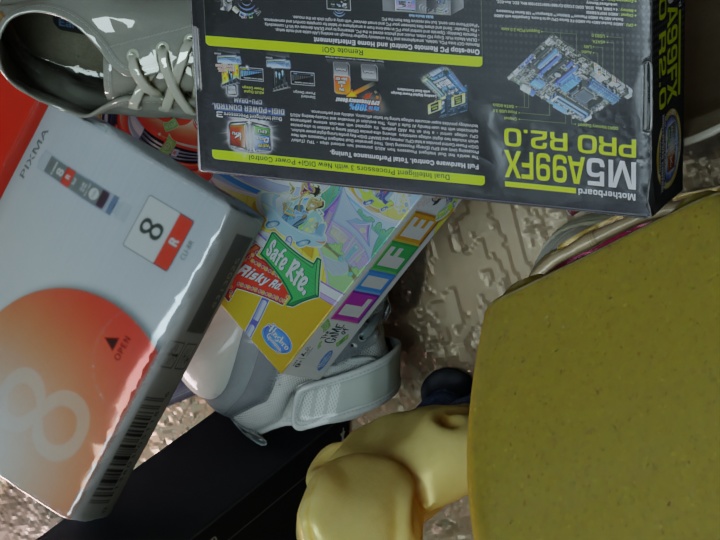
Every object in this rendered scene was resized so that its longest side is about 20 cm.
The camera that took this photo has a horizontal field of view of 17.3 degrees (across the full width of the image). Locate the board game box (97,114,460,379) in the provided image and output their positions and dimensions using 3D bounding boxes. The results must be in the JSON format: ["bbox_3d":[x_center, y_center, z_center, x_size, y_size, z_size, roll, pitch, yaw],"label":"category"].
[{"bbox_3d":[-0.047,-0.066,1.108,0.200,0.034,0.135,47,108,28],"label":"board game box"}]

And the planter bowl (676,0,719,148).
[{"bbox_3d":[0.118,-0.162,0.976,0.199,0.135,0.201,9,112,23],"label":"planter bowl"}]

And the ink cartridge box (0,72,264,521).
[{"bbox_3d":[-0.165,-0.004,1.095,0.199,0.050,0.163,30,95,15],"label":"ink cartridge box"}]

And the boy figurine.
[{"bbox_3d":[0.032,0.093,1.089,0.124,0.200,0.065,-14,100,25],"label":"boy figurine"}]

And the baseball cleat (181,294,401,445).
[{"bbox_3d":[0.000,0.000,1.147,0.106,0.070,0.200,42,109,-7],"label":"baseball cleat"}]

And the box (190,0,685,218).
[{"bbox_3d":[0.028,-0.111,0.934,0.199,0.044,0.161,6,111,24],"label":"box"}]

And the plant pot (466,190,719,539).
[{"bbox_3d":[0.154,0.077,0.956,0.194,0.195,0.201,-27,79,27],"label":"plant pot"}]

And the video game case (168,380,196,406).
[{"bbox_3d":[-0.096,-0.040,1.210,0.142,0.019,0.201,-23,96,30],"label":"video game case"}]

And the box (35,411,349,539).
[{"bbox_3d":[-0.073,0.164,1.161,0.078,0.200,0.142,5,108,24],"label":"box"}]

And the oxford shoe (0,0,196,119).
[{"bbox_3d":[-0.075,-0.093,1.047,0.199,0.058,0.076,9,129,16],"label":"oxford shoe"}]

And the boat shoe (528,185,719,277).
[{"bbox_3d":[0.165,-0.003,1.068,0.199,0.069,0.074,-15,100,29],"label":"boat shoe"}]

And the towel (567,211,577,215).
[{"bbox_3d":[0.130,-0.134,1.071,0.200,0.023,0.144,-36,89,31],"label":"towel"}]
